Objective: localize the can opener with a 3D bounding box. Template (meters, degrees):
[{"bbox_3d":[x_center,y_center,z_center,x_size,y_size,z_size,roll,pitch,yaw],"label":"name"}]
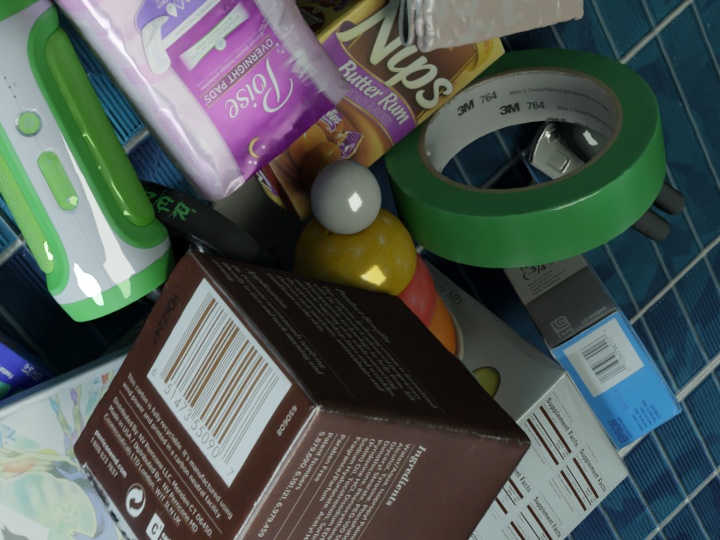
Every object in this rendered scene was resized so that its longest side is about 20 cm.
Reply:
[{"bbox_3d":[0.205,-0.073,1.469,0.199,0.066,0.053,28,96,-48],"label":"can opener"}]

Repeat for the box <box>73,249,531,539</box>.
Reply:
[{"bbox_3d":[-0.038,0.112,1.141,0.199,0.166,0.165,14,114,-44],"label":"box"}]

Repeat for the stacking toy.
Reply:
[{"bbox_3d":[0.000,0.000,1.277,0.145,0.146,0.201,-27,139,-22],"label":"stacking toy"}]

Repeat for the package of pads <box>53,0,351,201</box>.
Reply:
[{"bbox_3d":[-0.107,-0.154,1.126,0.120,0.076,0.201,-42,121,-11],"label":"package of pads"}]

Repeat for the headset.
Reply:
[{"bbox_3d":[-0.101,-0.010,1.245,0.095,0.123,0.200,-62,152,-21],"label":"headset"}]

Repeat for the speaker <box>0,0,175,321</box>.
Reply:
[{"bbox_3d":[-0.189,-0.074,1.106,0.088,0.088,0.201,-30,105,-19],"label":"speaker"}]

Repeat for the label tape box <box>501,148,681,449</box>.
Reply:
[{"bbox_3d":[0.161,0.022,1.411,0.063,0.201,0.144,-32,133,6],"label":"label tape box"}]

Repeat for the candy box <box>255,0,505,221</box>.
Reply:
[{"bbox_3d":[-0.002,-0.145,1.272,0.200,0.056,0.117,-41,132,-12],"label":"candy box"}]

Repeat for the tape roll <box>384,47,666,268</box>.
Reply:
[{"bbox_3d":[0.117,-0.084,1.297,0.199,0.200,0.048,-32,131,-18],"label":"tape roll"}]

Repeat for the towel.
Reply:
[{"bbox_3d":[0.093,-0.260,1.238,0.190,0.032,0.202,-20,115,-45],"label":"towel"}]

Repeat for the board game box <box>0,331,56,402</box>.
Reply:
[{"bbox_3d":[-0.315,0.109,1.191,0.200,0.045,0.152,-50,134,-1],"label":"board game box"}]

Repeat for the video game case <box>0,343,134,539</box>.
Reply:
[{"bbox_3d":[-0.175,0.156,1.225,0.199,0.022,0.184,-23,106,-18],"label":"video game case"}]

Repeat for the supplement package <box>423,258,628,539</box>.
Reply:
[{"bbox_3d":[0.057,0.140,1.390,0.200,0.191,0.147,-43,134,-8],"label":"supplement package"}]
